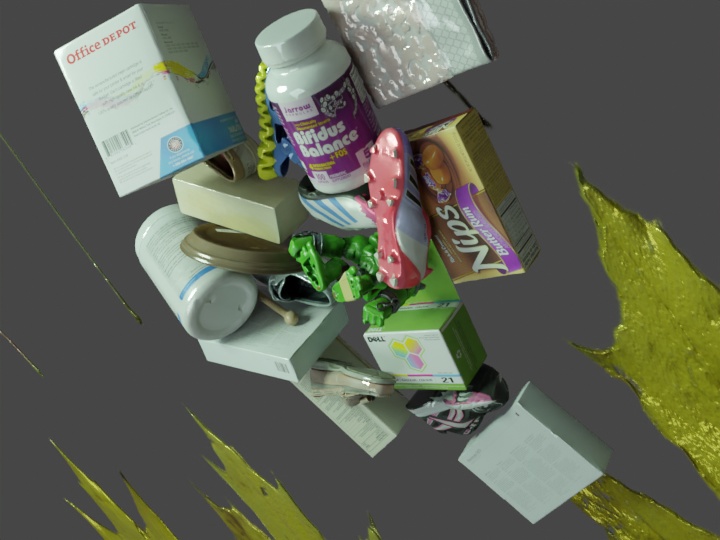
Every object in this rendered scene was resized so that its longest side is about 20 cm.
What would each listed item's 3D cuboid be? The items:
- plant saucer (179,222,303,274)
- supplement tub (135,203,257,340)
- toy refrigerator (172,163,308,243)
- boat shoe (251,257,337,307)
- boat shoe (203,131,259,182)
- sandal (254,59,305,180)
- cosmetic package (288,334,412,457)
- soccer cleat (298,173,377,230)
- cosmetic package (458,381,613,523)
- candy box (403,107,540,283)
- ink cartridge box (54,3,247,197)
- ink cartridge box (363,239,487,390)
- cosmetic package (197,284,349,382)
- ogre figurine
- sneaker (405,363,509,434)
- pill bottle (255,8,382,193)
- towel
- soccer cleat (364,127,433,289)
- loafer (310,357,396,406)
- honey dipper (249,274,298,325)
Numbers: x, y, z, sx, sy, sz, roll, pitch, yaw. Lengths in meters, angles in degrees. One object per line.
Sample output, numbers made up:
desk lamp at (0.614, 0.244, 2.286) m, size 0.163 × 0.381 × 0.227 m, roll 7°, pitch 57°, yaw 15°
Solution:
plant saucer at (-0.165, -0.036, 1.218) m, size 0.197 × 0.199 × 0.030 m, roll 17°, pitch 107°, yaw 28°
supplement tub at (-0.261, 0.001, 1.314) m, size 0.200 × 0.130 × 0.134 m, roll 47°, pitch 148°, yaw 36°
toy refrigerator at (-0.180, -0.107, 1.247) m, size 0.197 × 0.076 × 0.071 m, roll 17°, pitch 134°, yaw 27°
boat shoe at (-0.108, 0.013, 1.290) m, size 0.198 × 0.072 × 0.071 m, roll 10°, pitch 130°, yaw 34°
boat shoe at (-0.237, -0.200, 1.219) m, size 0.198 × 0.069 × 0.074 m, roll 33°, pitch 139°, yaw 12°
sandal at (-0.092, -0.209, 1.096) m, size 0.085 × 0.080 × 0.203 m, roll 9°, pitch 133°, yaw 8°
cosmetic package at (-0.016, 0.202, 1.374) m, size 0.199 × 0.073 × 0.104 m, roll 42°, pitch 140°, yaw 2°
soccer cleat at (0.006, -0.088, 1.124) m, size 0.197 × 0.071 × 0.087 m, roll 15°, pitch 152°, yaw 30°
cosmetic package at (0.250, 0.270, 1.214) m, size 0.150 × 0.052 × 0.201 m, roll 37°, pitch 140°, yaw 6°
candy box at (0.127, -0.086, 1.022) m, size 0.115 × 0.056 × 0.203 m, roll -10°, pitch 116°, yaw 44°
ink cartridge box at (-0.274, -0.230, 1.106) m, size 0.144 × 0.146 × 0.203 m, roll -19°, pitch 100°, yaw 20°
ink cartridge box at (0.072, 0.067, 1.182) m, size 0.146 × 0.076 × 0.202 m, roll -6°, pitch 121°, yaw 43°
cosmetic package at (-0.139, 0.095, 1.325) m, size 0.197 × 0.151 × 0.052 m, roll 8°, pitch 132°, yaw 35°
ogre figurine at (0.000, 0.000, 1.115) m, size 0.198 × 0.118 × 0.100 m, roll 13°, pitch 112°, yaw 49°
sneaker at (0.159, 0.200, 1.236) m, size 0.086 × 0.081 × 0.199 m, roll 45°, pitch 151°, yaw -14°
pill bottle at (-0.048, -0.204, 1.005) m, size 0.111 × 0.113 × 0.202 m, roll 2°, pitch 134°, yaw 38°
towel at (0.041, -0.297, 0.933) m, size 0.189 × 0.032 × 0.203 m, roll -9°, pitch 116°, yaw 44°
soccer cleat at (0.053, -0.076, 1.012) m, size 0.066 × 0.075 × 0.205 m, roll 19°, pitch 120°, yaw 48°
loafer at (-0.014, 0.173, 1.233) m, size 0.199 × 0.071 × 0.064 m, roll 6°, pitch 89°, yaw 57°
honey dipper at (-0.160, 0.041, 1.336) m, size 0.199 × 0.038 × 0.039 m, roll 30°, pitch 143°, yaw 47°
